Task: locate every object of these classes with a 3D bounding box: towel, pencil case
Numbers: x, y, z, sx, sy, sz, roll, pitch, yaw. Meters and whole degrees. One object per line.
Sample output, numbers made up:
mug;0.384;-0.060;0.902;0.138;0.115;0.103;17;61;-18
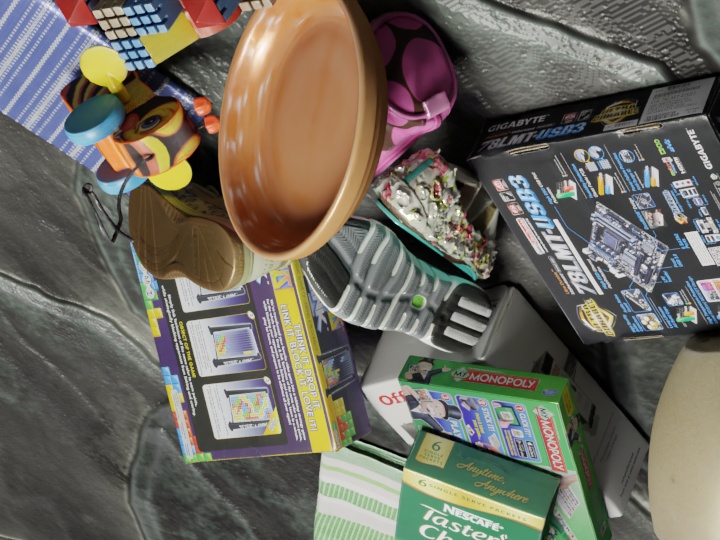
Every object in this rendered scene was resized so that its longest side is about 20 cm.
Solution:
towel;0.028;0.238;1.875;0.153;0.023;0.200;20;142;10
towel;-0.231;-0.151;1.594;0.200;0.024;0.145;34;139;-11
pencil case;-0.007;-0.103;1.460;0.200;0.091;0.094;-42;71;52

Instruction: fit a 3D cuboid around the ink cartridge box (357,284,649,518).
ink cartridge box;0.117;0.120;1.640;0.147;0.083;0.200;-18;124;43

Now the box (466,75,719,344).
box;0.208;-0.036;1.438;0.198;0.050;0.200;-8;129;39

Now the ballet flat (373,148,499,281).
ballet flat;0.070;-0.040;1.474;0.076;0.064;0.200;43;-177;20

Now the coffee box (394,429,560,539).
coffee box;0.088;0.216;1.618;0.123;0.044;0.200;20;143;10

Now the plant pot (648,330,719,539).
plant pot;0.297;0.107;1.460;0.200;0.200;0.135;-9;101;37

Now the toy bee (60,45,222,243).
toy bee;-0.157;-0.099;1.491;0.109;0.200;0.131;-28;145;1

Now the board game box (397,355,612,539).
board game box;0.117;0.151;1.582;0.135;0.029;0.200;6;139;25

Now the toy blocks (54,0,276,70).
toy blocks;-0.130;-0.198;1.383;0.200;0.137;0.100;-3;133;33

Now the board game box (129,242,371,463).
board game box;-0.092;0.052;1.637;0.165;0.057;0.200;-8;99;35

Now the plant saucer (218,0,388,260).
plant saucer;-0.038;-0.105;1.387;0.037;0.200;0.200;7;152;-31

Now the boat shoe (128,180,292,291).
boat shoe;-0.122;-0.026;1.554;0.200;0.063;0.073;28;120;54

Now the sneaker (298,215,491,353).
sneaker;0.000;0.000;1.520;0.200;0.075;0.115;31;180;-42
